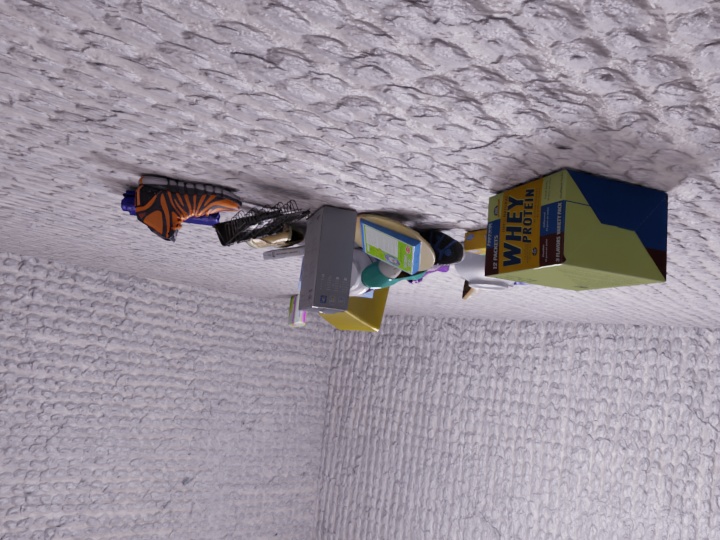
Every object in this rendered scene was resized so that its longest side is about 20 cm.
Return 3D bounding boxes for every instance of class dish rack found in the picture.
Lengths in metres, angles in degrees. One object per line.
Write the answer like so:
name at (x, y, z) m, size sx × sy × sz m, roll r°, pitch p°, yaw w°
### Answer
dish rack at (-0.190, -0.097, 1.286) m, size 0.151 × 0.056 × 0.199 m, roll -17°, pitch 179°, yaw -29°

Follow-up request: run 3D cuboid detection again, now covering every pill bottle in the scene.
pill bottle at (0.000, 0.000, 1.612) m, size 0.110 × 0.115 × 0.199 m, roll 2°, pitch -173°, yaw 24°

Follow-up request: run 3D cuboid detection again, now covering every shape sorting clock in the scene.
shape sorting clock at (0.066, -0.059, 1.391) m, size 0.197 × 0.040 × 0.201 m, roll 27°, pitch 159°, yaw 11°

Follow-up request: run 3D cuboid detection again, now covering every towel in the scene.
towel at (-0.393, -0.132, 1.387) m, size 0.196 × 0.051 × 0.148 m, roll 7°, pitch 179°, yaw -12°

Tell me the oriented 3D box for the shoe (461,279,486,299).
shoe at (0.354, 0.056, 2.041) m, size 0.052 × 0.071 × 0.200 m, roll 14°, pitch 170°, yaw -1°

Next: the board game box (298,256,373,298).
board game box at (-0.062, 0.002, 1.769) m, size 0.195 × 0.153 × 0.037 m, roll 6°, pitch 128°, yaw -3°

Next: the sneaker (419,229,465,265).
sneaker at (0.153, -0.052, 1.463) m, size 0.198 × 0.077 × 0.076 m, roll 12°, pitch -175°, yaw 43°

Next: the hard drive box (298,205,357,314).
hard drive box at (-0.070, -0.017, 1.369) m, size 0.075 × 0.205 × 0.156 m, roll 7°, pitch 173°, yaw -16°

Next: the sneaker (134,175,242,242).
sneaker at (-0.327, -0.106, 1.252) m, size 0.196 × 0.115 × 0.077 m, roll 7°, pitch 173°, yaw -13°

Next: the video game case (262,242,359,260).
video game case at (-0.108, -0.054, 1.591) m, size 0.197 × 0.024 × 0.180 m, roll -12°, pitch -176°, yaw -38°

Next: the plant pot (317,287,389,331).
plant pot at (-0.045, 0.056, 1.979) m, size 0.175 × 0.204 × 0.198 m, roll 27°, pitch 161°, yaw -37°

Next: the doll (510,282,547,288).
doll at (0.417, 0.021, 1.827) m, size 0.196 × 0.050 × 0.136 m, roll 4°, pitch 171°, yaw 14°

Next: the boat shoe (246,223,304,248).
boat shoe at (-0.188, -0.087, 1.477) m, size 0.075 × 0.073 × 0.199 m, roll -1°, pitch -178°, yaw 22°

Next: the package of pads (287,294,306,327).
package of pads at (-0.319, 0.210, 3.378) m, size 0.067 × 0.158 × 0.200 m, roll 8°, pitch 172°, yaw -15°

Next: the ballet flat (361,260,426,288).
ballet flat at (0.087, -0.007, 1.540) m, size 0.197 × 0.068 × 0.070 m, roll -10°, pitch 154°, yaw -41°

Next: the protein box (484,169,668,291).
protein box at (0.331, -0.053, 1.032) m, size 0.195 × 0.138 × 0.199 m, roll 8°, pitch 172°, yaw -21°

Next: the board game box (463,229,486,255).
board game box at (0.334, -0.056, 1.363) m, size 0.151 × 0.041 × 0.199 m, roll 11°, pitch 171°, yaw -30°

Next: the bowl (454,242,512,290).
bowl at (0.309, -0.004, 1.578) m, size 0.196 × 0.092 × 0.201 m, roll 5°, pitch 173°, yaw 1°

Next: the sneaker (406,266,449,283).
sneaker at (0.149, -0.008, 1.684) m, size 0.197 × 0.091 × 0.080 m, roll 11°, pitch 170°, yaw -39°
